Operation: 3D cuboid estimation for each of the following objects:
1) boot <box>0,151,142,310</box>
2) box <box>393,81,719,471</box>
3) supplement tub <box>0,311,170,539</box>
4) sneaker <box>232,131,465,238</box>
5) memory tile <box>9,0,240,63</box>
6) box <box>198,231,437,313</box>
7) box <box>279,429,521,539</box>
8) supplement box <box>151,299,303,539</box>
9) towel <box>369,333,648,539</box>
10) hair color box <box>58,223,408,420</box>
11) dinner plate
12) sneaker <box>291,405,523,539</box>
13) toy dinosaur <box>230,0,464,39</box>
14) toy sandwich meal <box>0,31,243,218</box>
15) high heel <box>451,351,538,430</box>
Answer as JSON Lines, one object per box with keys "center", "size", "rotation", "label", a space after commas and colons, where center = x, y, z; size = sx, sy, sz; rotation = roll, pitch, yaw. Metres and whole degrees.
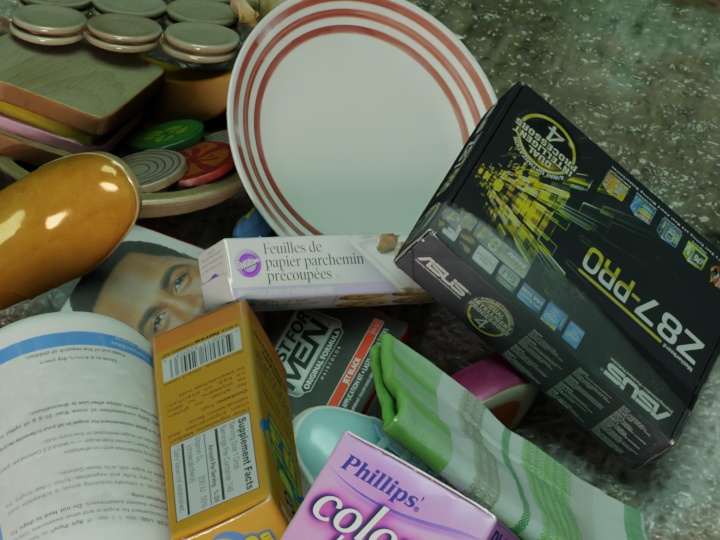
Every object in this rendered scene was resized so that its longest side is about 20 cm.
{"center": [-0.233, 0.005, 1.716], "size": [0.071, 0.201, 0.144], "rotation": [59, 34, -5], "label": "boot"}
{"center": [0.132, 0.001, 1.757], "size": [0.200, 0.049, 0.161], "rotation": [41, 47, -8], "label": "box"}
{"center": [-0.161, 0.136, 1.645], "size": [0.132, 0.132, 0.200], "rotation": [-8, 50, -10], "label": "supplement tub"}
{"center": [0.008, -0.032, 1.849], "size": [0.199, 0.071, 0.083], "rotation": [-26, 89, -34], "label": "sneaker"}
{"center": [-0.155, -0.182, 1.938], "size": [0.153, 0.017, 0.200], "rotation": [6, 23, -3], "label": "memory tile"}
{"center": [0.000, 0.000, 1.742], "size": [0.200, 0.041, 0.039], "rotation": [-2, 76, -30], "label": "box"}
{"center": [0.001, 0.208, 1.517], "size": [0.097, 0.176, 0.200], "rotation": [28, 83, 19], "label": "box"}
{"center": [-0.073, 0.103, 1.611], "size": [0.069, 0.067, 0.200], "rotation": [-22, 33, 9], "label": "supplement box"}
{"center": [0.091, 0.117, 1.634], "size": [0.200, 0.031, 0.149], "rotation": [38, 10, -14], "label": "towel"}
{"center": [-0.081, 0.052, 1.767], "size": [0.200, 0.061, 0.102], "rotation": [19, 52, 13], "label": "hair color box"}
{"center": [0.003, -0.082, 1.807], "size": [0.200, 0.024, 0.201], "rotation": [10, 69, -27], "label": "dinner plate"}
{"center": [0.048, 0.135, 1.653], "size": [0.200, 0.082, 0.074], "rotation": [35, 60, 1], "label": "sneaker"}
{"center": [-0.032, -0.182, 1.965], "size": [0.200, 0.058, 0.101], "rotation": [5, 49, -41], "label": "toy dinosaur"}
{"center": [-0.155, -0.102, 1.853], "size": [0.204, 0.070, 0.205], "rotation": [3, 27, -1], "label": "toy sandwich meal"}
{"center": [0.083, 0.044, 1.774], "size": [0.200, 0.067, 0.096], "rotation": [-29, 67, -31], "label": "high heel"}
